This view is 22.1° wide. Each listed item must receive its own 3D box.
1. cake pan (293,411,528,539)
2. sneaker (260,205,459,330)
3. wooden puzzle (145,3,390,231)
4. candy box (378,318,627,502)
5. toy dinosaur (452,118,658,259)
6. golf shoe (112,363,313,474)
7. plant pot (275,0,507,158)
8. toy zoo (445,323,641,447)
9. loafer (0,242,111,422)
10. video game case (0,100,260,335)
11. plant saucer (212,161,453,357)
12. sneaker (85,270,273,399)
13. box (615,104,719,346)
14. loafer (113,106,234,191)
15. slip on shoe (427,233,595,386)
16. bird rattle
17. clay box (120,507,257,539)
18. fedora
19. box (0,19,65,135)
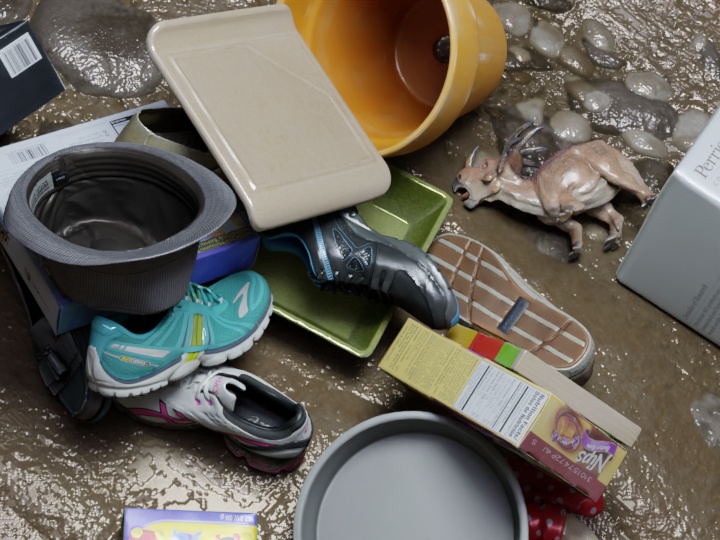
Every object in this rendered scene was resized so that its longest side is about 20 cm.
[{"bbox_3d":[0.043,0.221,1.554,0.199,0.037,0.202,-2,76,9],"label":"cake pan"},{"bbox_3d":[0.000,0.000,1.642,0.200,0.073,0.082,36,65,21],"label":"sneaker"},{"bbox_3d":[-0.081,-0.134,1.611,0.185,0.037,0.201,-18,74,-48],"label":"wooden puzzle"},{"bbox_3d":[0.118,0.117,1.564,0.057,0.117,0.200,-56,39,-4],"label":"candy box"},{"bbox_3d":[0.203,-0.091,1.784,0.199,0.086,0.136,-13,57,-25],"label":"toy dinosaur"},{"bbox_3d":[-0.132,0.103,1.593,0.199,0.092,0.073,21,59,2],"label":"golf shoe"},{"bbox_3d":[0.043,-0.209,1.741,0.200,0.200,0.183,50,26,17],"label":"plant pot"},{"bbox_3d":[0.150,0.096,1.612,0.131,0.200,0.021,34,85,-19],"label":"toy zoo"},{"bbox_3d":[-0.271,0.045,1.601,0.063,0.072,0.201,11,45,-41],"label":"loafer"},{"bbox_3d":[-0.218,-0.051,1.623,0.199,0.046,0.182,-20,58,-28],"label":"video game case"},{"bbox_3d":[-0.043,-0.029,1.712,0.199,0.048,0.201,27,59,4],"label":"plant saucer"},{"bbox_3d":[-0.149,0.041,1.559,0.077,0.080,0.200,21,34,36],"label":"sneaker"},{"bbox_3d":[0.377,-0.060,1.731,0.171,0.200,0.199,33,61,10],"label":"box"},{"bbox_3d":[-0.124,-0.113,1.627,0.199,0.068,0.076,-12,54,-29],"label":"loafer"},{"bbox_3d":[0.137,0.040,1.708,0.200,0.061,0.076,33,77,28],"label":"slip on shoe"},{"bbox_3d":[0.160,0.248,1.573,0.162,0.113,0.200,-30,67,-8],"label":"bird rattle"},{"bbox_3d":[-0.142,0.297,1.506,0.114,0.048,0.201,3,60,-10],"label":"clay box"},{"bbox_3d":[-0.196,-0.025,1.507,0.199,0.091,0.177,25,42,33],"label":"fedora"},{"bbox_3d":[-0.383,-0.137,1.640,0.200,0.141,0.079,-40,116,-27],"label":"box"}]
